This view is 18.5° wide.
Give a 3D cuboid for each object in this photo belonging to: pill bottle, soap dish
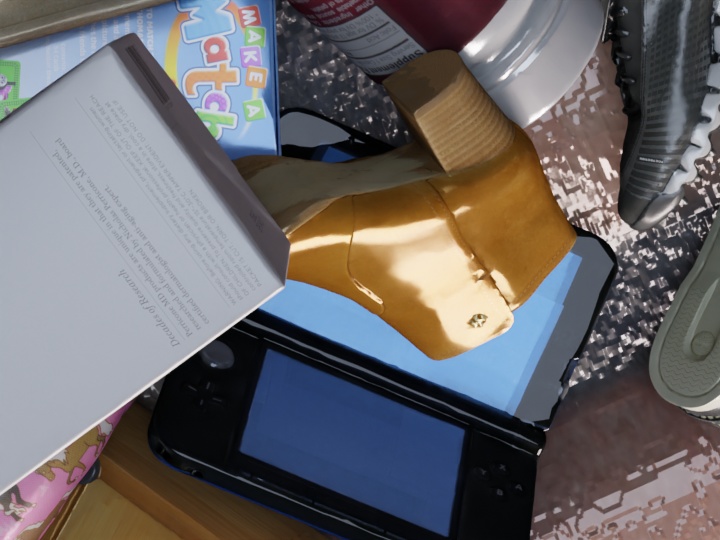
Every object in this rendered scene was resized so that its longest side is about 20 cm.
[{"bbox_3d":[0.016,-0.157,1.043,0.200,0.114,0.114,40,95,-27],"label":"pill bottle"},{"bbox_3d":[-0.113,0.188,1.098,0.157,0.081,0.201,32,97,25],"label":"soap dish"}]

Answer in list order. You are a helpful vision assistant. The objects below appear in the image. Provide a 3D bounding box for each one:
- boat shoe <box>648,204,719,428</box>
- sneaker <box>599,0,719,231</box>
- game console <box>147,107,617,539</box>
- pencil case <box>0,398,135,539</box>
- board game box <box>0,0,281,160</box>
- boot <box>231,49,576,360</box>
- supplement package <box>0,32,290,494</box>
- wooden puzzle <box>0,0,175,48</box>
[{"bbox_3d":[0.221,-0.011,1.133,0.068,0.072,0.201,31,90,-44],"label":"boat shoe"},{"bbox_3d":[0.147,-0.122,1.103,0.090,0.066,0.201,17,94,-3],"label":"sneaker"},{"bbox_3d":[0.016,0.039,1.098,0.199,0.171,0.119,22,124,-6],"label":"game console"},{"bbox_3d":[-0.158,0.063,1.058,0.086,0.083,0.200,35,81,5],"label":"pencil case"},{"bbox_3d":[-0.140,-0.124,1.087,0.199,0.037,0.152,-2,90,-2],"label":"board game box"},{"bbox_3d":[0.000,-0.001,1.042,0.201,0.071,0.144,-32,128,1],"label":"boot"},{"bbox_3d":[-0.143,0.009,0.914,0.200,0.121,0.120,-36,98,4],"label":"supplement package"},{"bbox_3d":[-0.180,-0.199,1.051,0.199,0.037,0.186,-17,83,-5],"label":"wooden puzzle"}]
